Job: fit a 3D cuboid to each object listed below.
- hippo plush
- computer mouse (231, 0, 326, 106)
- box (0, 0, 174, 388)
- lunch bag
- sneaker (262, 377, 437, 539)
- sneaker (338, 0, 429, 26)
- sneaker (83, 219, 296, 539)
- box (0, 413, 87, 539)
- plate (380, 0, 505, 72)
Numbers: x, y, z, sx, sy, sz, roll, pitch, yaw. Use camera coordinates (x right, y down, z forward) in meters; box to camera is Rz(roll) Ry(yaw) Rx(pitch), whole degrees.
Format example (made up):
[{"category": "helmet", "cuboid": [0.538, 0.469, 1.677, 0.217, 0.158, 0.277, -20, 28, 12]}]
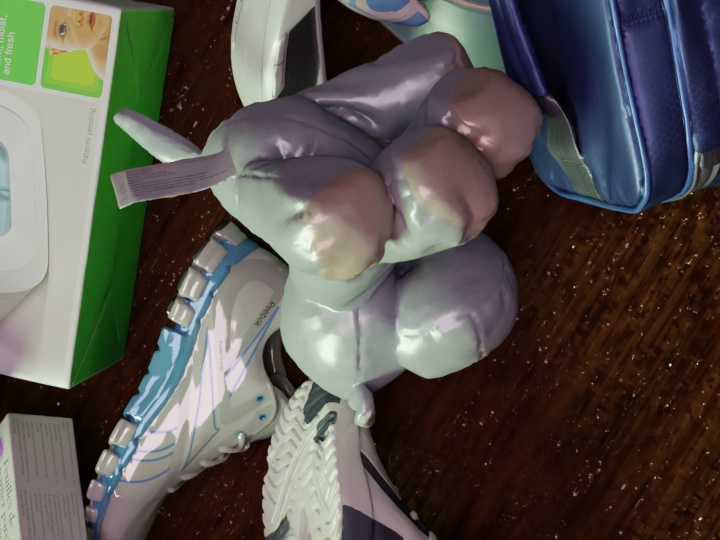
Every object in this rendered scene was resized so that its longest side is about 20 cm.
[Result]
[{"category": "hippo plush", "cuboid": [0.000, 0.000, 0.851, 0.198, 0.160, 0.162, -15, 120, 2]}, {"category": "computer mouse", "cuboid": [-0.046, -0.138, 0.897, 0.043, 0.110, 0.201, -11, 121, -11]}, {"category": "box", "cuboid": [-0.207, -0.058, 0.967, 0.175, 0.097, 0.202, 12, 99, 9]}, {"category": "lunch bag", "cuboid": [0.126, -0.132, 0.826, 0.131, 0.136, 0.202, -20, 103, -18]}, {"category": "sneaker", "cuboid": [0.027, 0.154, 0.940, 0.079, 0.129, 0.201, -34, 62, 48]}, {"category": "sneaker", "cuboid": [0.049, -0.215, 0.884, 0.072, 0.072, 0.201, 27, 100, -13]}, {"category": "sneaker", "cuboid": [-0.082, 0.081, 0.965, 0.086, 0.075, 0.201, 26, 101, 3]}, {"category": "box", "cuboid": [-0.162, 0.171, 0.925, 0.039, 0.041, 0.201, -48, 45, 43]}, {"category": "plate", "cuboid": [0.077, -0.201, 0.921, 0.198, 0.026, 0.202, 1, 95, 13]}]
